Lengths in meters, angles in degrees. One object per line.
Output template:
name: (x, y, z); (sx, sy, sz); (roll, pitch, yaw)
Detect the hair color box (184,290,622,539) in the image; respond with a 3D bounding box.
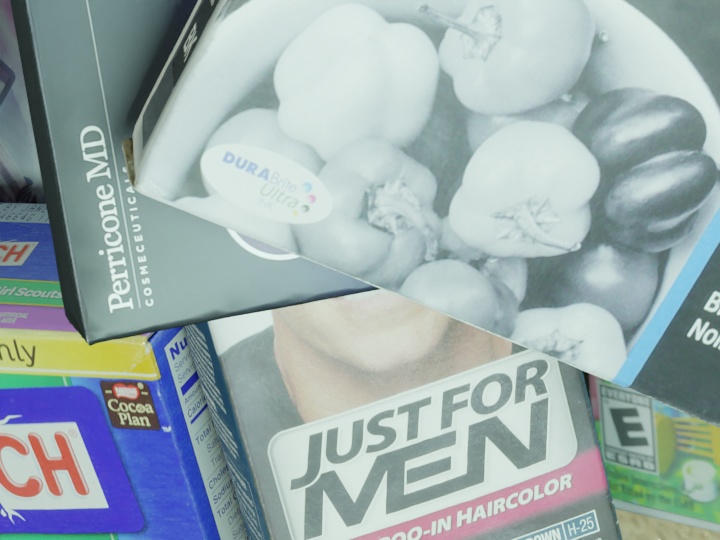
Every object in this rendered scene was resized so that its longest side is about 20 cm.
hair color box: (0.000, 0.000, 0.826); (0.061, 0.100, 0.201); (-131, 24, -69)

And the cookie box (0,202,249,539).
cookie box: (-0.097, 0.081, 0.945); (0.170, 0.075, 0.201); (2, 123, 28)

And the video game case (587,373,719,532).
video game case: (0.145, 0.000, 0.777); (0.199, 0.022, 0.183); (12, 121, 32)

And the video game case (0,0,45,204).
video game case: (-0.116, -0.032, 0.960); (0.200, 0.019, 0.143); (45, 133, 8)

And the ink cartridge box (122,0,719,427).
ink cartridge box: (0.078, -0.071, 0.659); (0.197, 0.043, 0.201); (22, 109, -19)

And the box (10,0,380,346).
box: (-0.020, -0.094, 0.728); (0.079, 0.140, 0.201); (-149, 48, -82)
